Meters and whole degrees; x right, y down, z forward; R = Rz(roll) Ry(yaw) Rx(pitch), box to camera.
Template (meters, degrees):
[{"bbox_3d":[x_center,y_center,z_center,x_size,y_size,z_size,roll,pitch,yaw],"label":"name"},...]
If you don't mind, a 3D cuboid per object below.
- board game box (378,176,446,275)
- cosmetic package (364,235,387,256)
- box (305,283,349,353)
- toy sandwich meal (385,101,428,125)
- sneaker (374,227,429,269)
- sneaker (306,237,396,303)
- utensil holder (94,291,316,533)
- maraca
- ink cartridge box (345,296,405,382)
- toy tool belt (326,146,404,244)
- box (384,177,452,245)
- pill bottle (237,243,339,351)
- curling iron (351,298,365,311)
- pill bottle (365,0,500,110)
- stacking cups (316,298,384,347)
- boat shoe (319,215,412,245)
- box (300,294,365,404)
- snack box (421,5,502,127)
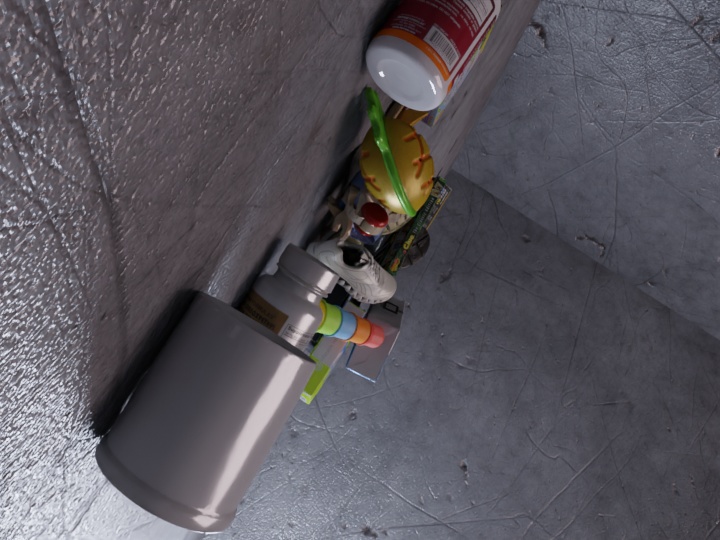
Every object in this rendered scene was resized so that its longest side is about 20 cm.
[{"bbox_3d":[0.093,-0.083,1.218,0.202,0.023,0.105,-61,-171,-6],"label":"board game box"},{"bbox_3d":[0.043,-0.139,1.293,0.200,0.106,0.091,-51,173,-39],"label":"cosmetic package"},{"bbox_3d":[-0.088,0.066,1.247,0.149,0.106,0.200,-56,175,-15],"label":"box"},{"bbox_3d":[0.071,-0.234,1.179,0.207,0.070,0.205,-57,175,-8],"label":"toy sandwich meal"},{"bbox_3d":[0.045,-0.031,1.330,0.200,0.076,0.115,-37,-157,-20],"label":"sneaker"},{"bbox_3d":[0.000,0.000,1.109,0.081,0.199,0.076,-26,-127,38],"label":"sneaker"},{"bbox_3d":[-0.165,0.149,0.704,0.202,0.169,0.170,-60,175,-5],"label":"utensil holder"},{"bbox_3d":[0.046,-0.166,0.921,0.138,0.106,0.201,-98,165,-46],"label":"maraca"},{"bbox_3d":[0.033,0.118,1.251,0.200,0.066,0.117,-64,178,-74],"label":"ink cartridge box"},{"bbox_3d":[0.007,-0.099,1.046,0.123,0.124,0.201,-54,-162,39],"label":"toy tool belt"},{"bbox_3d":[0.084,-0.133,1.418,0.201,0.159,0.049,-58,147,2],"label":"box"},{"bbox_3d":[-0.119,0.069,0.923,0.201,0.114,0.114,-58,175,2],"label":"pill bottle"},{"bbox_3d":[-0.008,0.076,1.300,0.049,0.026,0.200,-19,163,-8],"label":"curling iron"},{"bbox_3d":[0.101,-0.308,0.788,0.201,0.112,0.113,-56,175,-14],"label":"pill bottle"},{"bbox_3d":[-0.032,0.087,1.057,0.199,0.060,0.061,22,105,-43],"label":"stacking cups"},{"bbox_3d":[0.013,-0.096,1.162,0.198,0.069,0.075,-29,131,-9],"label":"boat shoe"},{"bbox_3d":[-0.054,0.141,1.167,0.201,0.047,0.122,-56,175,-19],"label":"box"},{"bbox_3d":[0.177,-0.400,1.222,0.201,0.067,0.169,-55,175,-12],"label":"snack box"}]
